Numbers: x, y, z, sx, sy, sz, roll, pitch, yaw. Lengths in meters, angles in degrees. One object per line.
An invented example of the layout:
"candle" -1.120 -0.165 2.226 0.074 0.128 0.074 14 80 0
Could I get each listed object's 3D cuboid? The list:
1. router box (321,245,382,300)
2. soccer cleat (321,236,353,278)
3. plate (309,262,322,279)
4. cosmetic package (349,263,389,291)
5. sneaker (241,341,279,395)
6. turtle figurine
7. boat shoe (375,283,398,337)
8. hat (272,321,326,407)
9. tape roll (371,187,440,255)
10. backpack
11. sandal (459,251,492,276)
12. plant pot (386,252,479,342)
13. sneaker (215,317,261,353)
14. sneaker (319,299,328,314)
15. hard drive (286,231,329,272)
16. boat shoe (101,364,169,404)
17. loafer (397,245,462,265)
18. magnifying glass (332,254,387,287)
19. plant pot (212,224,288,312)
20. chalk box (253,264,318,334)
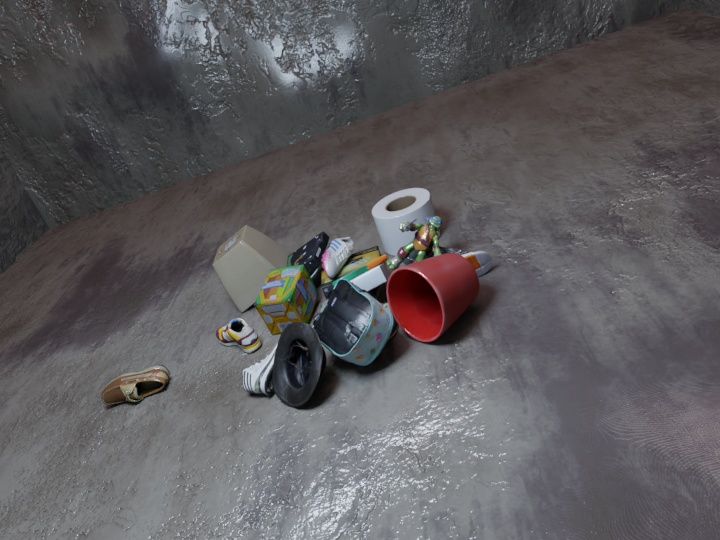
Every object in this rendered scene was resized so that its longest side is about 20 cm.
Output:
"router box" -0.024 0.007 1.867 0.196 0.053 0.158 -19 27 6
"soccer cleat" -0.067 -0.050 1.860 0.085 0.071 0.201 -19 26 16
"plate" -0.183 0.011 1.952 0.199 0.026 0.201 -36 25 20
"cosmetic package" 0.006 0.038 1.685 0.149 0.052 0.200 -26 0 6
"sneaker" -0.250 0.241 1.583 0.113 0.077 0.202 -4 34 26
"turtle figurine" 0.157 -0.062 1.684 0.195 0.142 0.201 -56 21 24
"boat shoe" 0.064 0.111 1.610 0.070 0.063 0.201 -11 30 15
"hat" -0.136 0.232 1.476 0.198 0.205 0.080 7 -5 43
"tape roll" 0.149 -0.159 1.948 0.199 0.141 0.204 -16 28 8
"backpack" -0.009 0.140 1.481 0.177 0.152 0.199 -56 29 -3
"sandal" 0.262 -0.007 1.658 0.203 0.080 0.060 -23 33 1
"plant pot" 0.192 0.053 1.503 0.176 0.204 0.199 -26 25 -35
"sneaker" -0.371 0.176 1.770 0.197 0.091 0.075 7 38 42
"sneaker" -0.077 0.135 1.669 0.078 0.075 0.201 -27 20 8
"hard drive" -0.189 -0.030 1.943 0.198 0.038 0.141 -32 27 34
"boat shoe" -0.642 0.333 1.701 0.197 0.077 0.074 -23 30 -2
"loafer" 0.210 -0.044 1.796 0.197 0.073 0.063 6 17 30
"magnifying glass" 0.000 0.000 1.749 0.198 0.023 0.079 -26 -2 -32
"plant pot" -0.373 -0.024 1.973 0.199 0.177 0.201 -37 23 15
"chalk box" -0.211 0.069 1.781 0.122 0.125 0.202 -10 38 21
